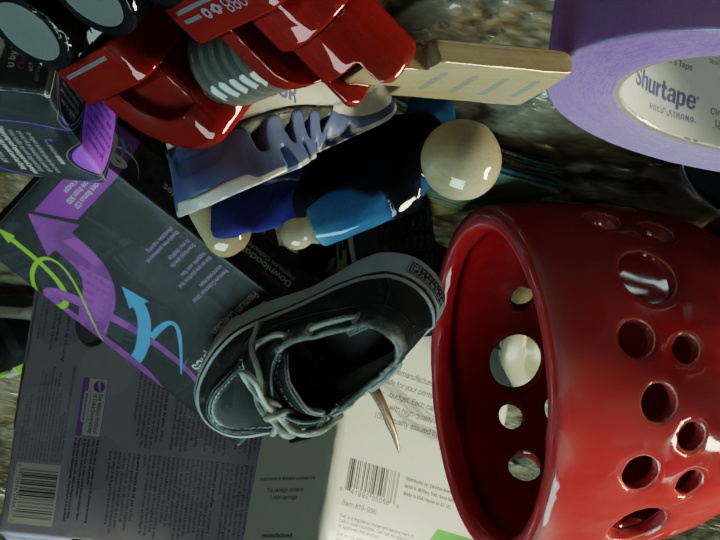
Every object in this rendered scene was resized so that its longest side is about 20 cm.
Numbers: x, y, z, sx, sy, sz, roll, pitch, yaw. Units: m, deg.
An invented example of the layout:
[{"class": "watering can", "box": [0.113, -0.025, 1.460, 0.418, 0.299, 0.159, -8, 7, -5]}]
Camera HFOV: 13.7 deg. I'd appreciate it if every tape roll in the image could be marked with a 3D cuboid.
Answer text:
[{"class": "tape roll", "box": [0.185, -0.101, 1.342, 0.200, 0.066, 0.200, 7, 165, 2]}]

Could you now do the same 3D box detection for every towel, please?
[{"class": "towel", "box": [-0.002, -0.058, 1.686, 0.146, 0.022, 0.200, 19, 163, -35]}]

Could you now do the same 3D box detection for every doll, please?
[{"class": "doll", "box": [-0.001, -0.052, 1.510, 0.200, 0.136, 0.049, -7, 125, 53]}]

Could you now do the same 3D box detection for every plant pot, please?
[{"class": "plant pot", "box": [0.153, 0.056, 1.679, 0.182, 0.201, 0.200, -5, 169, -17]}]

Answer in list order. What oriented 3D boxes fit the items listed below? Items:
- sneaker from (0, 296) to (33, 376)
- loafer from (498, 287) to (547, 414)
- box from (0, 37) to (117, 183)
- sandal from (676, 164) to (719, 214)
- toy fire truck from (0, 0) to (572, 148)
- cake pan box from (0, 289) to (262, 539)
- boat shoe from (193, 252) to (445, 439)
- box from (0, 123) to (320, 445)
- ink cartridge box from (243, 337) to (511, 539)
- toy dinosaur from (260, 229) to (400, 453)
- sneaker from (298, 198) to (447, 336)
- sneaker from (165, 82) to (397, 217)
[{"class": "sneaker", "box": [-0.273, 0.062, 2.116, 0.199, 0.083, 0.072, 10, 165, -7]}, {"class": "loafer", "box": [0.143, 0.069, 1.971, 0.068, 0.076, 0.200, 9, 165, 20]}, {"class": "box", "box": [-0.217, -0.117, 1.410, 0.199, 0.106, 0.122, 6, 163, 10]}, {"class": "sandal", "box": [0.195, -0.052, 1.556, 0.076, 0.043, 0.200, 1, 164, 24]}, {"class": "toy fire truck", "box": [-0.029, -0.104, 1.279, 0.200, 0.129, 0.176, 45, 152, -16]}, {"class": "cake pan box", "box": [-0.137, 0.102, 2.003, 0.184, 0.201, 0.052, 3, 162, 8]}, {"class": "boat shoe", "box": [-0.032, 0.058, 1.659, 0.199, 0.068, 0.074, -25, 115, 42]}, {"class": "box", "box": [-0.110, 0.007, 1.735, 0.200, 0.036, 0.143, 37, 142, -9]}, {"class": "ink cartridge box", "box": [0.015, 0.108, 1.945, 0.146, 0.201, 0.083, 21, 163, -37]}, {"class": "toy dinosaur", "box": [-0.042, 0.013, 1.786, 0.200, 0.060, 0.106, 47, -169, 31]}, {"class": "sneaker", "box": [0.000, 0.000, 1.728, 0.083, 0.072, 0.200, 8, 166, 13]}, {"class": "sneaker", "box": [-0.051, -0.105, 1.429, 0.080, 0.115, 0.199, -19, -173, 21]}]
